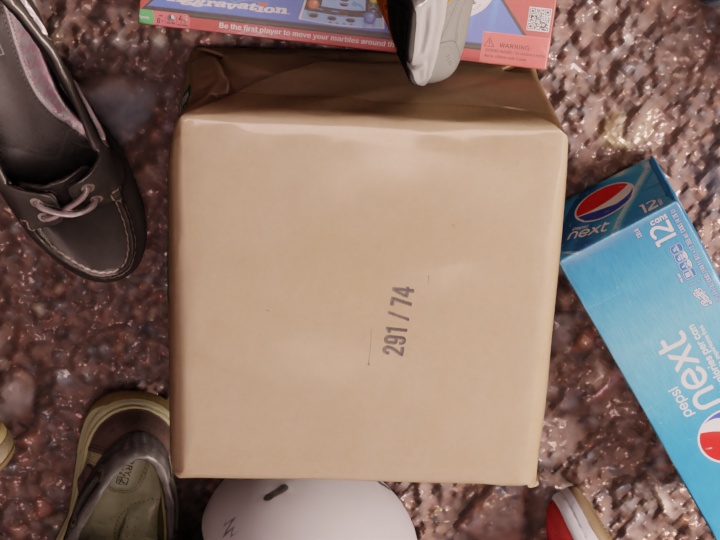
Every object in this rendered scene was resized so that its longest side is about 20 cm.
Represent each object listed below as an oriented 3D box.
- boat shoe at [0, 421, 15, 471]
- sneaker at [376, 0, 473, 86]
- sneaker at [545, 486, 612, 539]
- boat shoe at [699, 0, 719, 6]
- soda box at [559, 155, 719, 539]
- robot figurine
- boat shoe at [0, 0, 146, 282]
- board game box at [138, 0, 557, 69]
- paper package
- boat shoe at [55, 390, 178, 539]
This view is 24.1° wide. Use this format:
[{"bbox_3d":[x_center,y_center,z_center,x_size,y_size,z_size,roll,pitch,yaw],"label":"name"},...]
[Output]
[{"bbox_3d":[-0.288,0.101,0.892,0.200,0.072,0.068,-19,110,-1],"label":"boat shoe"},{"bbox_3d":[0.057,-0.163,0.733,0.092,0.076,0.200,-9,140,-13],"label":"sneaker"},{"bbox_3d":[0.112,0.221,0.966,0.112,0.071,0.200,-21,117,3],"label":"sneaker"},{"bbox_3d":[0.148,-0.213,0.727,0.062,0.075,0.200,-37,127,-34],"label":"boat shoe"},{"bbox_3d":[0.172,0.044,0.890,0.068,0.064,0.200,-28,113,10],"label":"soda box"},{"bbox_3d":[-0.045,0.193,0.918,0.125,0.150,0.200,22,114,5],"label":"robot figurine"},{"bbox_3d":[-0.162,-0.072,0.821,0.067,0.057,0.200,-19,114,6],"label":"boat shoe"},{"bbox_3d":[-0.002,-0.158,0.805,0.200,0.019,0.103,5,106,-5],"label":"board game box"},{"bbox_3d":[0.000,0.000,0.839,0.190,0.103,0.200,1,116,-4],"label":"paper package"},{"bbox_3d":[-0.137,0.165,0.928,0.072,0.066,0.201,8,114,-7],"label":"boat shoe"}]
